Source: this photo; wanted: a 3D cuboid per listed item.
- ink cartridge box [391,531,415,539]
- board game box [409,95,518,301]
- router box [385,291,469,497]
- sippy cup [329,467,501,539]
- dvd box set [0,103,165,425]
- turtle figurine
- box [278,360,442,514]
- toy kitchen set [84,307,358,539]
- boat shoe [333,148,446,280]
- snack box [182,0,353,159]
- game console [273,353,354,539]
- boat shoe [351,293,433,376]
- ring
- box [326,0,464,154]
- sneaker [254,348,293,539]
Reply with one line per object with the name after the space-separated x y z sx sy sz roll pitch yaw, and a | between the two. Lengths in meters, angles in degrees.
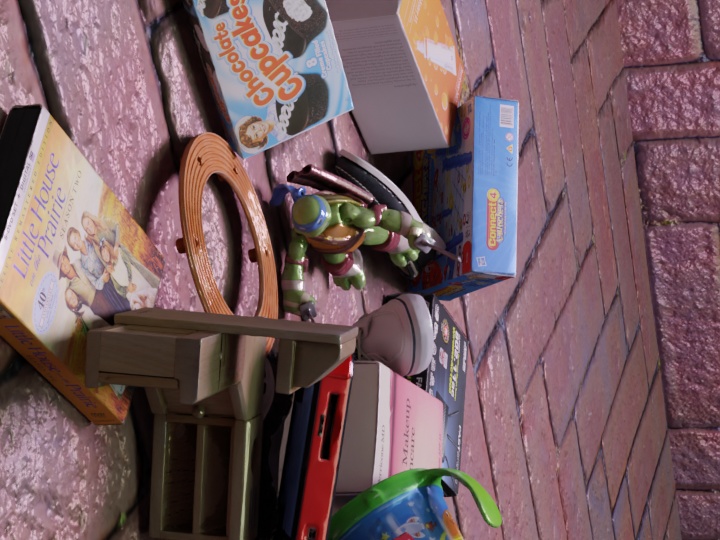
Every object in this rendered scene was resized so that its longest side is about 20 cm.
-0.008 0.337 1.190 0.200 0.145 0.146 -21 143 -39 | ink cartridge box
0.117 -0.078 1.722 0.196 0.056 0.201 153 -59 -69 | board game box
0.071 0.145 1.721 0.150 0.062 0.201 51 41 -59 | router box
0.045 0.271 1.353 0.139 0.131 0.178 -17 149 -32 | sippy cup
-0.205 0.000 1.054 0.200 0.029 0.147 59 34 -52 | dvd box set
0.000 0.000 1.449 0.144 0.200 0.194 -58 164 6 | turtle figurine
0.000 0.170 1.463 0.200 0.108 0.128 37 53 -64 | box
-0.090 0.124 1.080 0.200 0.162 0.181 -12 105 -80 | toy kitchen set
0.025 -0.056 1.618 0.060 0.076 0.200 -50 131 -4 | boat shoe
-0.085 -0.209 1.294 0.037 0.116 0.201 41 -28 54 | snack box
-0.046 0.152 1.215 0.177 0.031 0.201 165 -65 -77 | game console
0.017 0.078 1.462 0.200 0.066 0.074 122 -46 -67 | boat shoe
-0.114 -0.018 1.270 0.200 0.019 0.201 -12 90 -76 | ring
0.035 -0.241 1.628 0.200 0.097 0.125 64 30 -47 | box
-0.101 0.159 1.280 0.080 0.073 0.201 105 -7 -58 | sneaker
